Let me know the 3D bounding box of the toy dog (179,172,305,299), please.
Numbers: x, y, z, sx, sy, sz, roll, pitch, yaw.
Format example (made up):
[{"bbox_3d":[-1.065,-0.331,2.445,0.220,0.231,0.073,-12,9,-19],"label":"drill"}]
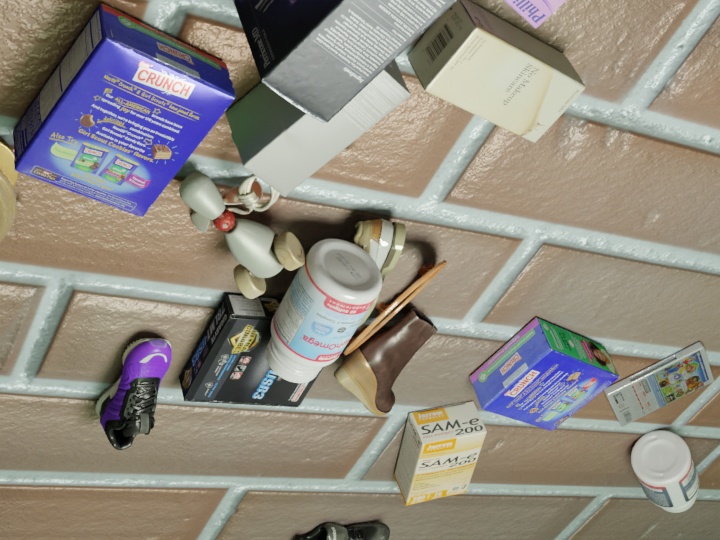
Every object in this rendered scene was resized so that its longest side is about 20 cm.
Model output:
[{"bbox_3d":[-0.151,-0.062,1.405,0.131,0.096,0.201,-14,127,2],"label":"toy dog"}]

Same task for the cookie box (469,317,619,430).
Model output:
[{"bbox_3d":[0.317,0.183,1.881,0.200,0.075,0.171,22,124,-40],"label":"cookie box"}]

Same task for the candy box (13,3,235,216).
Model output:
[{"bbox_3d":[-0.265,-0.174,1.218,0.169,0.077,0.200,22,125,-38],"label":"candy box"}]

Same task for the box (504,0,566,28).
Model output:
[{"bbox_3d":[0.195,-0.394,1.164,0.200,0.097,0.176,-41,137,22],"label":"box"}]

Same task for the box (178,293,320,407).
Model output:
[{"bbox_3d":[-0.144,0.124,1.630,0.198,0.050,0.200,9,132,-30],"label":"box"}]

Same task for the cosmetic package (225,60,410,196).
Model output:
[{"bbox_3d":[-0.053,-0.193,1.271,0.200,0.107,0.090,-37,137,21],"label":"cosmetic package"}]

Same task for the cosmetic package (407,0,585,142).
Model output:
[{"bbox_3d":[0.168,-0.244,1.340,0.199,0.073,0.104,17,127,-36],"label":"cosmetic package"}]

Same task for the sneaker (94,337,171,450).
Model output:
[{"bbox_3d":[-0.317,0.186,1.577,0.069,0.100,0.200,7,133,-33],"label":"sneaker"}]

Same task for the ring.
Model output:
[{"bbox_3d":[0.047,0.050,1.575,0.200,0.019,0.200,-42,175,-4],"label":"ring"}]

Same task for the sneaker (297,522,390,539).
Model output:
[{"bbox_3d":[-0.038,0.523,2.108,0.199,0.067,0.091,-13,142,-7],"label":"sneaker"}]

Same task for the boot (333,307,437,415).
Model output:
[{"bbox_3d":[0.060,0.147,1.731,0.166,0.072,0.200,-38,150,5],"label":"boot"}]

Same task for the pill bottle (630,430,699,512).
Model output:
[{"bbox_3d":[0.637,0.424,2.262,0.119,0.120,0.200,-27,140,6],"label":"pill bottle"}]

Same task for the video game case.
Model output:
[{"bbox_3d":[0.571,0.219,2.082,0.199,0.018,0.143,-28,139,7],"label":"video game case"}]

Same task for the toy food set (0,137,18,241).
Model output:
[{"bbox_3d":[-0.495,-0.078,1.243,0.197,0.049,0.200,0,136,-24],"label":"toy food set"}]

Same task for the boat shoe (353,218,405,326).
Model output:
[{"bbox_3d":[0.000,0.000,1.545,0.068,0.075,0.200,13,132,-12],"label":"boat shoe"}]

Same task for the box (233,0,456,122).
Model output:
[{"bbox_3d":[-0.021,-0.283,1.150,0.200,0.148,0.104,-41,137,21],"label":"box"}]

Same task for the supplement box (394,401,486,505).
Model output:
[{"bbox_3d":[0.142,0.332,1.970,0.125,0.074,0.200,-9,138,-16],"label":"supplement box"}]

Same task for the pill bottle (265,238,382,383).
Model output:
[{"bbox_3d":[-0.057,0.061,1.487,0.108,0.109,0.200,5,135,-29],"label":"pill bottle"}]
